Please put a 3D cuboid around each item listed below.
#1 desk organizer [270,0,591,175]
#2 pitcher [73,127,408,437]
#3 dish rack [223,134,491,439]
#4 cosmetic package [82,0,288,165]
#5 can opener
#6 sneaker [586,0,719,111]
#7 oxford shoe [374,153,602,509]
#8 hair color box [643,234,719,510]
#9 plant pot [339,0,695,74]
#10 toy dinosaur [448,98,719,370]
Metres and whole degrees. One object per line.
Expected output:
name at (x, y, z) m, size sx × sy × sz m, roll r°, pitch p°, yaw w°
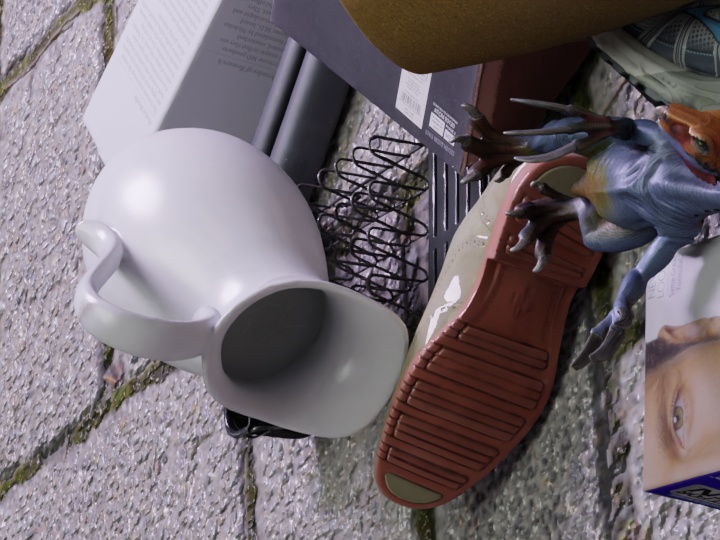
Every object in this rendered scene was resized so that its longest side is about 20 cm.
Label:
desk organizer at (0.036, -0.130, 1.437) m, size 0.200 × 0.077 × 0.072 m, roll 42°, pitch 132°, yaw 47°
pitcher at (-0.090, 0.000, 1.396) m, size 0.200 × 0.171 × 0.121 m, roll 47°, pitch 118°, yaw 52°
dish rack at (0.000, 0.000, 1.466) m, size 0.200 × 0.054 × 0.154 m, roll -30°, pitch 53°, yaw 49°
cosmetic package at (-0.089, -0.144, 1.657) m, size 0.200 × 0.071 × 0.101 m, roll -61°, pitch 34°, yaw 21°
can opener at (-0.064, -0.053, 1.579) m, size 0.053 × 0.067 × 0.200 m, roll 30°, pitch 103°, yaw 58°
sneaker at (0.178, -0.095, 1.223) m, size 0.086 × 0.078 × 0.200 m, roll -52°, pitch 36°, yaw 3°
oxford shoe at (0.064, 0.026, 1.352) m, size 0.200 × 0.071 × 0.074 m, roll -60°, pitch 19°, yaw 11°
hair color box at (0.203, 0.029, 1.118) m, size 0.200 × 0.065 × 0.110 m, roll -25°, pitch 57°, yaw 54°
plant pot at (0.083, -0.177, 1.208) m, size 0.200 × 0.186 × 0.187 m, roll -31°, pitch 49°, yaw 24°
toy dinosaur at (0.123, -0.052, 1.173) m, size 0.181 × 0.105 × 0.200 m, roll -7°, pitch 26°, yaw 46°
